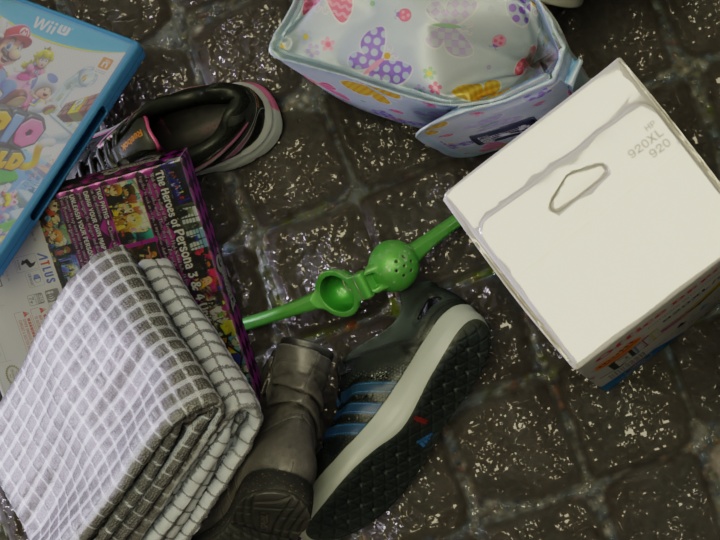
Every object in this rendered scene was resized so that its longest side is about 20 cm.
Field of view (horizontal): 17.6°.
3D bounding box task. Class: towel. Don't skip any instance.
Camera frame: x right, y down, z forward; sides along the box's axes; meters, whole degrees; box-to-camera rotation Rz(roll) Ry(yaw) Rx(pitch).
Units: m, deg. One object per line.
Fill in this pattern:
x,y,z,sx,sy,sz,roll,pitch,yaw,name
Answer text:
-0.170,0.108,1.561,0.200,0.086,0.166,-55,49,21,towel

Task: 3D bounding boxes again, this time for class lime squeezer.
0.000,0.000,1.631,0.200,0.071,0.038,-28,119,8,lime squeezer

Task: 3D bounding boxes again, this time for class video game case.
-0.179,0.031,1.642,0.181,0.036,0.200,-15,105,10,video game case
-0.259,-0.098,1.630,0.143,0.018,0.200,22,70,28,video game case

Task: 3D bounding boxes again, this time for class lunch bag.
0.058,-0.146,1.587,0.200,0.170,0.127,18,89,12,lunch bag

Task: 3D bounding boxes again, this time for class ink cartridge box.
0.165,-0.024,1.536,0.147,0.200,0.145,-39,77,5,ink cartridge box

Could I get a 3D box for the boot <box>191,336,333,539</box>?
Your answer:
-0.066,0.134,1.603,0.070,0.200,0.132,21,58,-17,boot

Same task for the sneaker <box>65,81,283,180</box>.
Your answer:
-0.159,-0.087,1.665,0.200,0.086,0.080,-31,77,7,sneaker

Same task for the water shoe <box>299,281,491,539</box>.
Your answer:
0.012,0.100,1.630,0.200,0.071,0.079,-51,50,2,water shoe

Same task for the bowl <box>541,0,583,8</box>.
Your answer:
0.137,-0.245,1.590,0.200,0.200,0.108,28,113,13,bowl
